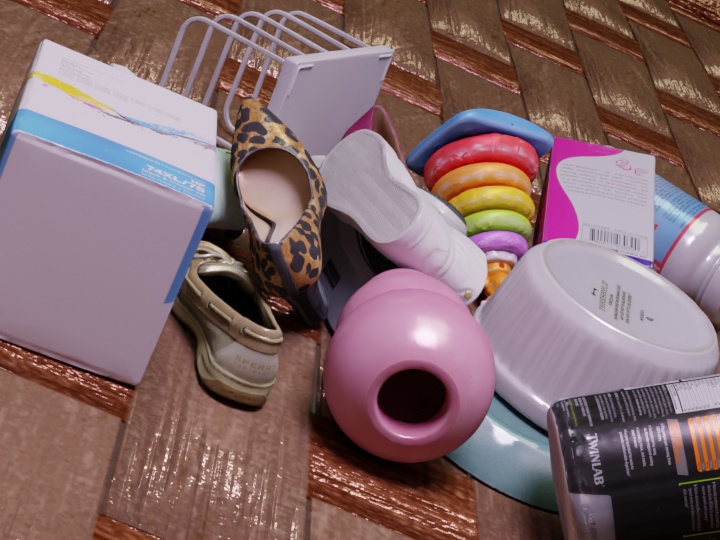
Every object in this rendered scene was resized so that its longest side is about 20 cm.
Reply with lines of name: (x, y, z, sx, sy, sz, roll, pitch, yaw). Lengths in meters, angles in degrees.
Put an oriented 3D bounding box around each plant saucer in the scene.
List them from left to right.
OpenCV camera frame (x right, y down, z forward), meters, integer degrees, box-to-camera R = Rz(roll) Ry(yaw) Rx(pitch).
plant saucer: (0.126, 0.113, 1.567, 0.199, 0.036, 0.200, 22, 25, -11)

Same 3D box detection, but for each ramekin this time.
ramekin: (0.191, 0.057, 1.586, 0.201, 0.095, 0.203, 23, 24, -11)

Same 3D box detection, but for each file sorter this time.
file sorter: (-0.083, -0.160, 1.852, 0.124, 0.139, 0.200, 30, 20, 19)

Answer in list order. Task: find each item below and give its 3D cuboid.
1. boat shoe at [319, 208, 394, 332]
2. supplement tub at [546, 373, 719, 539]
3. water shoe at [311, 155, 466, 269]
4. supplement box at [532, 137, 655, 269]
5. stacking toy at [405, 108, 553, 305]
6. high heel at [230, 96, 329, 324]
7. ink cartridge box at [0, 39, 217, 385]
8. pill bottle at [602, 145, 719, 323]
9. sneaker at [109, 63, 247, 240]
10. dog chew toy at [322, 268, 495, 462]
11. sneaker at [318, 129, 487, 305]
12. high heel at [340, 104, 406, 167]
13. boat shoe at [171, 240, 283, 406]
boat shoe: (0.000, 0.000, 1.664, 0.066, 0.070, 0.200, 24, 19, -28)
supplement tub: (0.237, 0.137, 1.418, 0.199, 0.123, 0.123, -8, 23, 1)
water shoe: (-0.001, -0.043, 1.750, 0.199, 0.079, 0.072, 18, -19, 42)
supplement box: (0.211, -0.026, 1.842, 0.100, 0.104, 0.200, 11, 35, 2)
stacking toy: (0.117, -0.034, 1.819, 0.115, 0.110, 0.201, 12, 56, -32)
high heel: (-0.069, -0.066, 1.563, 0.143, 0.071, 0.201, 62, 10, -71)
ink cartridge box: (-0.193, -0.046, 1.423, 0.145, 0.147, 0.200, 21, 21, -12)
pill bottle: (0.301, -0.033, 2.044, 0.200, 0.109, 0.109, 34, 22, 22)
sneaker: (-0.153, -0.097, 1.698, 0.118, 0.074, 0.201, 5, 38, -32)
dog chew toy: (0.033, 0.059, 1.481, 0.124, 0.125, 0.200, 22, 17, -9)
sneaker: (0.036, -0.034, 1.636, 0.116, 0.074, 0.200, 46, 7, -31)
high heel: (0.031, -0.068, 1.820, 0.067, 0.097, 0.200, 8, 26, -39)
boat shoe: (-0.096, 0.024, 1.490, 0.073, 0.063, 0.201, 19, 22, -20)
